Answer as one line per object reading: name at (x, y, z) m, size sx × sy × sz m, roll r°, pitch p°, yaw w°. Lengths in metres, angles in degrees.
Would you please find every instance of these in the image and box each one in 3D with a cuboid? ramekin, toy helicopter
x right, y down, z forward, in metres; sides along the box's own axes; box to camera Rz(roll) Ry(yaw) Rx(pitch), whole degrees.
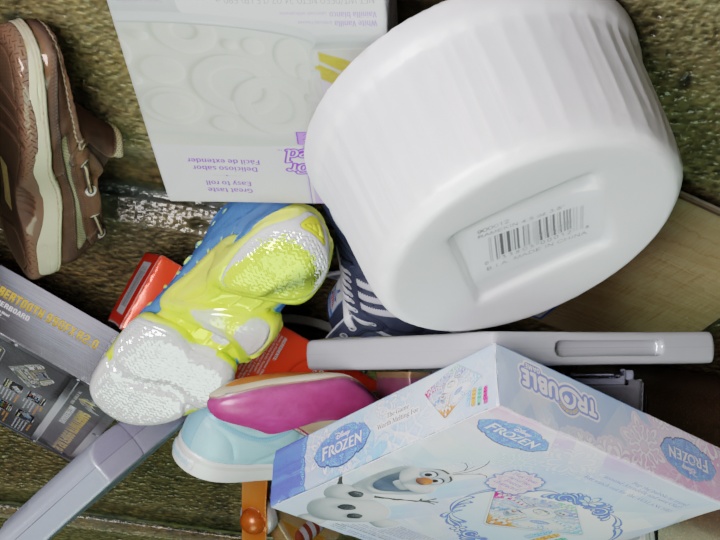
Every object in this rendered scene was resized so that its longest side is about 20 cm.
ramekin at (0.077, -0.053, 0.790) m, size 0.199 × 0.098 × 0.201 m, roll -16°, pitch 151°, yaw -9°
toy helicopter at (-0.061, 0.242, 1.284) m, size 0.078 × 0.202 × 0.132 m, roll -15°, pitch 162°, yaw 32°

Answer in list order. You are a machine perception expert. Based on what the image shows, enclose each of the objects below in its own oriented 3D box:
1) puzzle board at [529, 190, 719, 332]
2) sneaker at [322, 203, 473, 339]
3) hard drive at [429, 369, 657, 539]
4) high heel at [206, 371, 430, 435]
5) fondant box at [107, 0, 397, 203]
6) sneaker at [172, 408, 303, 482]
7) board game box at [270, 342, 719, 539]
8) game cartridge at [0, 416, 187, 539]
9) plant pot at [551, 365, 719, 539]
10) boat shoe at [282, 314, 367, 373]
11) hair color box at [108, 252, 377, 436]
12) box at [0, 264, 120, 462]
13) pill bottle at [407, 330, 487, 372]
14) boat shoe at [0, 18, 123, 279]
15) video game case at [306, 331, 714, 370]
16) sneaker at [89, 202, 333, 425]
puzzle board at (0.179, -0.005, 0.978) m, size 0.199 × 0.018 × 0.151 m, roll 20°, pitch 137°, yaw -30°
sneaker at (0.000, 0.000, 0.987) m, size 0.108 × 0.071 × 0.200 m, roll -14°, pitch 148°, yaw 26°
hard drive at (0.127, 0.135, 0.971) m, size 0.138 × 0.038 × 0.201 m, roll -1°, pitch 142°, yaw 13°
high heel at (-0.019, 0.114, 0.934) m, size 0.067 × 0.097 × 0.199 m, roll -3°, pitch 175°, yaw 39°
fondant box at (-0.051, -0.113, 0.810) m, size 0.143 × 0.059 × 0.200 m, roll 1°, pitch 151°, yaw 4°
sneaker at (-0.055, 0.122, 1.181) m, size 0.199 × 0.074 × 0.082 m, roll -4°, pitch 131°, yaw -44°
board game box at (0.083, 0.127, 0.882) m, size 0.199 × 0.044 × 0.198 m, roll 26°, pitch 142°, yaw -33°
game cartridge at (-0.197, 0.150, 1.163) m, size 0.133 × 0.200 × 0.041 m, roll -38°, pitch 90°, yaw 20°
plant pot at (0.232, 0.159, 1.123) m, size 0.197 × 0.202 × 0.201 m, roll 14°, pitch 150°, yaw -1°
boat shoe at (-0.085, 0.063, 1.116) m, size 0.199 × 0.061 × 0.074 m, roll 17°, pitch 151°, yaw -20°
hair color box at (-0.076, 0.062, 1.030) m, size 0.199 × 0.062 × 0.101 m, roll 30°, pitch 174°, yaw -13°
box at (-0.256, 0.070, 1.103) m, size 0.158 × 0.049 × 0.200 m, roll 30°, pitch 152°, yaw -9°
pill bottle at (0.077, 0.140, 1.176) m, size 0.113 × 0.115 × 0.200 m, roll 7°, pitch 151°, yaw -4°
boat shoe at (-0.186, -0.081, 0.893) m, size 0.074 × 0.075 × 0.203 m, roll -22°, pitch 152°, yaw -25°
video game case at (0.092, 0.052, 0.933) m, size 0.181 × 0.023 × 0.199 m, roll 2°, pitch 175°, yaw -34°
sneaker at (-0.092, 0.019, 0.940) m, size 0.199 × 0.105 × 0.076 m, roll -36°, pitch 114°, yaw 22°
